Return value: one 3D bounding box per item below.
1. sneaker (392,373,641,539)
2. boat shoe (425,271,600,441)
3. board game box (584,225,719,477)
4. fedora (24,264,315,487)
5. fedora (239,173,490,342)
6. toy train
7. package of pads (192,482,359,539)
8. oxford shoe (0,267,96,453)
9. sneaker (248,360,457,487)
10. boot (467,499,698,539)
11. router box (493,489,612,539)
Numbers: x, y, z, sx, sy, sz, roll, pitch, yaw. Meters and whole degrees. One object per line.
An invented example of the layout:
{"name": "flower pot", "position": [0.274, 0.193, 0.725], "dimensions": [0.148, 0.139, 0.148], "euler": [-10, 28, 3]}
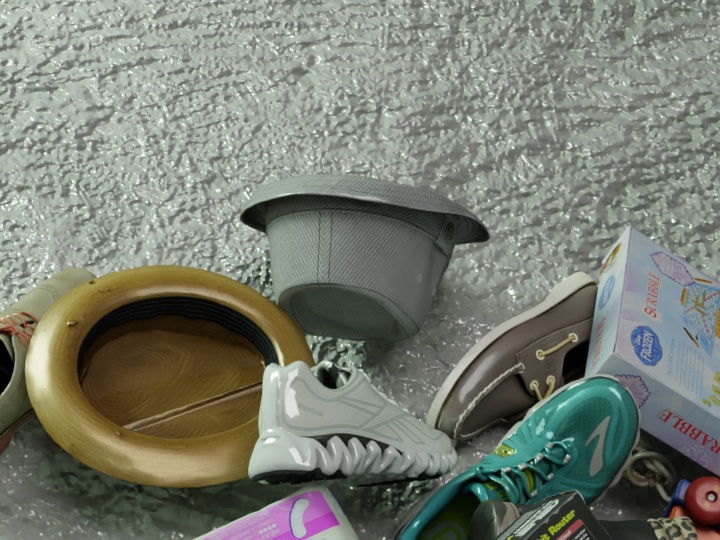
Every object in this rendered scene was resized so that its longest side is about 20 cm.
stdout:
{"name": "sneaker", "position": [0.103, 0.145, 1.483], "dimensions": [0.200, 0.080, 0.078], "euler": [-40, 80, 2]}
{"name": "boat shoe", "position": [0.125, 0.070, 1.618], "dimensions": [0.059, 0.072, 0.200], "euler": [37, 45, 20]}
{"name": "board game box", "position": [0.256, 0.075, 1.599], "dimensions": [0.199, 0.041, 0.200], "euler": [32, 27, -6]}
{"name": "fedora", "position": [-0.129, 0.086, 1.521], "dimensions": [0.200, 0.082, 0.201], "euler": [8, 49, -9]}
{"name": "fedora", "position": [0.000, 0.000, 1.593], "dimensions": [0.176, 0.200, 0.091], "euler": [3, 76, 12]}
{"name": "toy train", "position": [0.207, 0.198, 1.532], "dimensions": [0.200, 0.085, 0.116], "euler": [34, 63, 14]}
{"name": "package of pads", "position": [-0.072, 0.239, 1.389], "dimensions": [0.199, 0.068, 0.155], "euler": [-25, 59, -13]}
{"name": "oxford shoe", "position": [-0.229, 0.057, 1.522], "dimensions": [0.070, 0.075, 0.200], "euler": [27, 48, 8]}
{"name": "sneaker", "position": [0.000, 0.102, 1.489], "dimensions": [0.200, 0.075, 0.081], "euler": [13, 69, -57]}
{"name": "boot", "position": [0.144, 0.246, 1.430], "dimensions": [0.150, 0.073, 0.201], "euler": [1, 80, -19]}
{"name": "router box", "position": [0.095, 0.250, 1.335], "dimensions": [0.200, 0.062, 0.150], "euler": [-38, 93, -24]}
